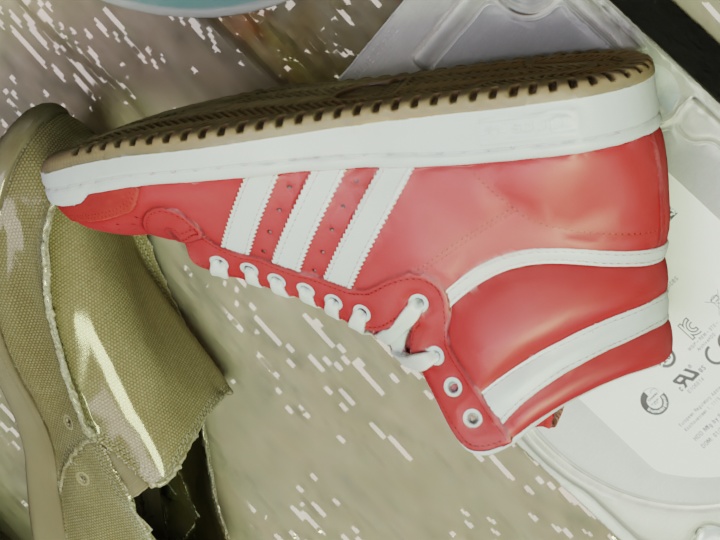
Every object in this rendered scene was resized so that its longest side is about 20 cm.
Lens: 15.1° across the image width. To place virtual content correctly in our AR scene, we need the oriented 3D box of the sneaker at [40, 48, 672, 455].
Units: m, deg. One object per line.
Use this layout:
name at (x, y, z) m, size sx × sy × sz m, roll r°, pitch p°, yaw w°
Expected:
sneaker at (0.000, 0.000, 0.827) m, size 0.199 × 0.071 × 0.113 m, roll -5°, pitch 106°, yaw 24°

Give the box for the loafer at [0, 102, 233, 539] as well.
loafer at (-0.081, 0.035, 0.924) m, size 0.067 × 0.076 × 0.201 m, roll 4°, pitch 123°, yaw 22°

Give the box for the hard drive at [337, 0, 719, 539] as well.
hard drive at (0.078, -0.007, 0.852) m, size 0.200 × 0.038 × 0.140 m, roll 44°, pitch 122°, yaw 2°

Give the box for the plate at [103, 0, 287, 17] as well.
plate at (-0.060, -0.178, 0.847) m, size 0.199 × 0.026 × 0.201 m, roll 10°, pitch 116°, yaw 21°
